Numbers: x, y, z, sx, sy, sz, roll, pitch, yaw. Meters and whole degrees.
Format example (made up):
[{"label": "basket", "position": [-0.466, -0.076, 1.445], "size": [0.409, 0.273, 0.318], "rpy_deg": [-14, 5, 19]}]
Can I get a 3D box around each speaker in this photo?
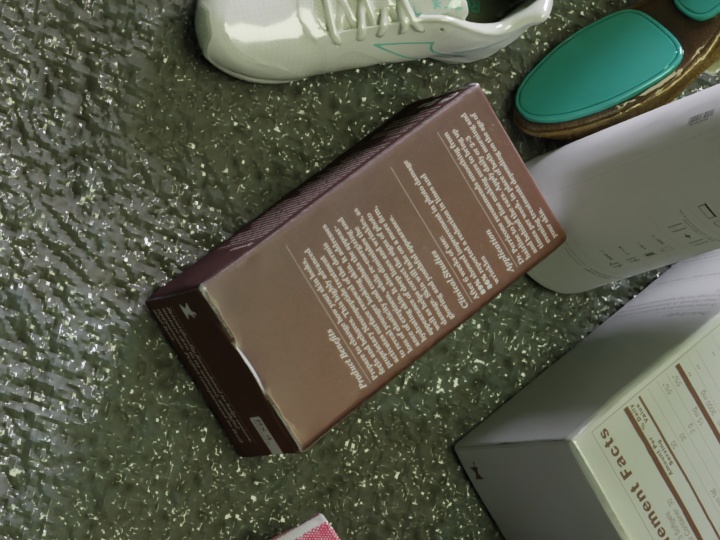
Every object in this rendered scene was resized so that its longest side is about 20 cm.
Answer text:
[{"label": "speaker", "position": [0.158, -0.043, 1.537], "size": [0.081, 0.200, 0.082], "rpy_deg": [7, 75, -29]}]

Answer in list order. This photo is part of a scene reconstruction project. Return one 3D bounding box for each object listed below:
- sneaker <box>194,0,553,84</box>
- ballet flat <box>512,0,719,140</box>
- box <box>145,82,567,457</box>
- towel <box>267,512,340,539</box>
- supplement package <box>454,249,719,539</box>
[{"label": "sneaker", "position": [0.009, -0.140, 1.536], "size": [0.199, 0.080, 0.071], "rpy_deg": [-8, 90, -28]}, {"label": "ballet flat", "position": [0.174, -0.124, 1.624], "size": [0.200, 0.068, 0.072], "rpy_deg": [-41, 142, -6]}, {"label": "box", "position": [0.000, 0.000, 1.518], "size": [0.200, 0.075, 0.100], "rpy_deg": [-37, 102, -29]}, {"label": "towel", "position": [-0.028, 0.221, 1.419], "size": [0.146, 0.200, 0.030], "rpy_deg": [-30, 142, -14]}, {"label": "supplement package", "position": [0.172, 0.083, 1.575], "size": [0.200, 0.117, 0.118], "rpy_deg": [-37, 104, -26]}]
